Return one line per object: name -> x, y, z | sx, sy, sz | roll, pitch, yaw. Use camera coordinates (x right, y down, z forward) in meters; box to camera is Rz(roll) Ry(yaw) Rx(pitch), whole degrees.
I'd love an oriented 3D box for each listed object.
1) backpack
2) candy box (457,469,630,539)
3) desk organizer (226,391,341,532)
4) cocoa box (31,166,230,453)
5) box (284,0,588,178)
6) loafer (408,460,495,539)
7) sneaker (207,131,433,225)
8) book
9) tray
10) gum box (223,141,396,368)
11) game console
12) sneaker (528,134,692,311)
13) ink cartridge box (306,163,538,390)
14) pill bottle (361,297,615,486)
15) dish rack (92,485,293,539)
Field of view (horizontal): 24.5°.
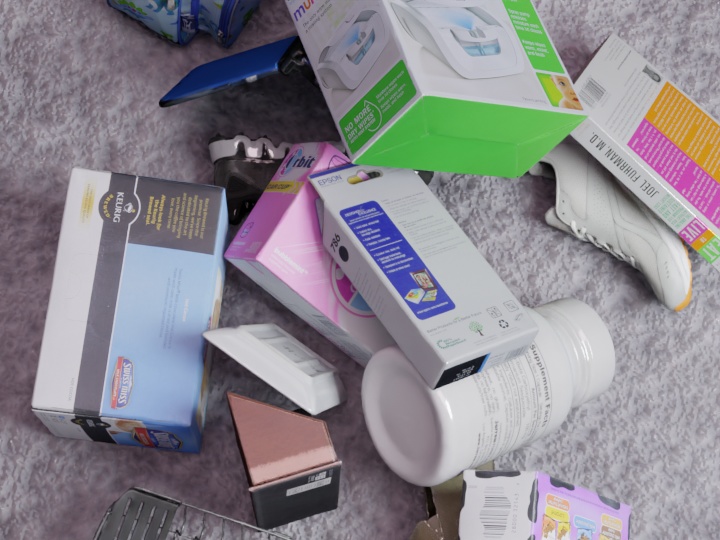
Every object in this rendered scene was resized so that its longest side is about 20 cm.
backpack -> -0.132, -0.304, 1.423 | 0.146, 0.200, 0.184 | 26, 74, 5
candy box -> 0.141, 0.270, 1.295 | 0.071, 0.167, 0.203 | -4, 71, 35
desk organizer -> -0.060, 0.145, 1.305 | 0.071, 0.200, 0.078 | -16, 74, -7
cocoa box -> -0.183, 0.036, 1.362 | 0.129, 0.134, 0.203 | 7, 74, -1
box -> 0.057, -0.174, 1.316 | 0.199, 0.097, 0.178 | 2, 58, -44
loafer -> 0.071, 0.236, 1.355 | 0.067, 0.076, 0.202 | 5, 65, 0
sneaker -> -0.036, -0.067, 1.436 | 0.197, 0.067, 0.092 | 3, 78, 1
book -> 0.261, -0.102, 1.413 | 0.200, 0.048, 0.134 | 43, 39, -2
tray -> -0.061, 0.071, 1.326 | 0.107, 0.200, 0.022 | 36, 93, 6
gum box -> 0.000, 0.000, 1.374 | 0.200, 0.066, 0.114 | 40, 74, -26
game console -> -0.057, -0.139, 1.397 | 0.170, 0.200, 0.118 | 42, 104, -8
sneaker -> 0.213, -0.042, 1.442 | 0.091, 0.076, 0.201 | -28, 70, -2
ink cartridge box -> 0.043, -0.004, 1.294 | 0.099, 0.039, 0.201 | -17, 59, -33
pill bottle -> 0.108, 0.090, 1.344 | 0.198, 0.114, 0.115 | -18, 75, -36
dish rack -> -0.125, 0.263, 1.314 | 0.198, 0.055, 0.155 | 20, 92, -9
